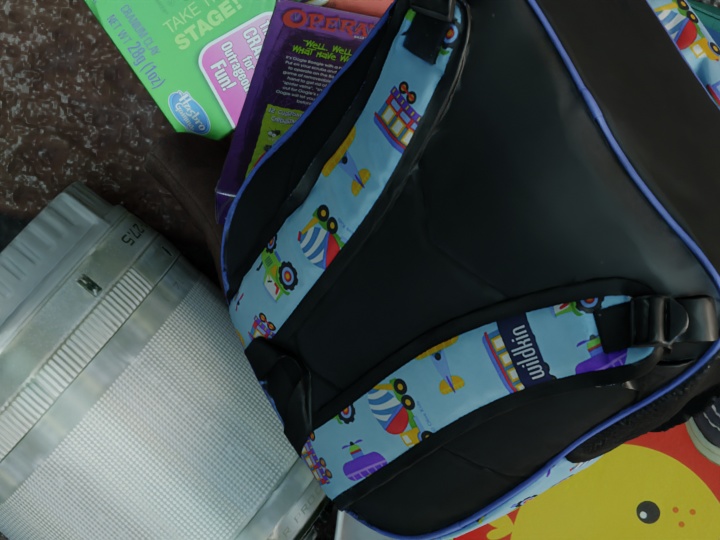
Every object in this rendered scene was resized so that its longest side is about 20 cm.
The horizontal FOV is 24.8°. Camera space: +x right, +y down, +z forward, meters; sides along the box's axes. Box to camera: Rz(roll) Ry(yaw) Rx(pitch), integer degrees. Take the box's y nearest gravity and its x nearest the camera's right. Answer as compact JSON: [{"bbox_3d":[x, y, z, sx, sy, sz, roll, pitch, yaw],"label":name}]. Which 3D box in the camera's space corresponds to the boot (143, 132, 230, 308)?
[{"bbox_3d":[0.000,0.000,0.811,0.072,0.199,0.167,-49,60,21],"label":"boot"}]

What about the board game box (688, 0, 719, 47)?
[{"bbox_3d":[0.211,-0.021,0.761,0.199,0.045,0.153,30,110,32],"label":"board game box"}]

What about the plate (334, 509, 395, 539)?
[{"bbox_3d":[0.057,0.177,0.846,0.198,0.032,0.202,0,108,-32],"label":"plate"}]

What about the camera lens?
[{"bbox_3d":[-0.114,0.076,0.809,0.200,0.160,0.160,42,105,-7],"label":"camera lens"}]

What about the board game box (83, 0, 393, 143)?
[{"bbox_3d":[-0.043,-0.175,0.797,0.199,0.040,0.154,-34,100,13],"label":"board game box"}]

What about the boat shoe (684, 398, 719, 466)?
[{"bbox_3d":[0.170,-0.017,0.663,0.071,0.201,0.065,10,150,22],"label":"boat shoe"}]

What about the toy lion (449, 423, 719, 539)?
[{"bbox_3d":[0.135,0.105,0.662,0.190,0.069,0.201,21,66,12],"label":"toy lion"}]

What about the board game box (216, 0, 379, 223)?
[{"bbox_3d":[0.045,-0.054,0.735,0.198,0.121,0.032,12,149,4],"label":"board game box"}]

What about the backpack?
[{"bbox_3d":[0.049,-0.003,0.617,0.200,0.134,0.183,-43,72,37],"label":"backpack"}]
